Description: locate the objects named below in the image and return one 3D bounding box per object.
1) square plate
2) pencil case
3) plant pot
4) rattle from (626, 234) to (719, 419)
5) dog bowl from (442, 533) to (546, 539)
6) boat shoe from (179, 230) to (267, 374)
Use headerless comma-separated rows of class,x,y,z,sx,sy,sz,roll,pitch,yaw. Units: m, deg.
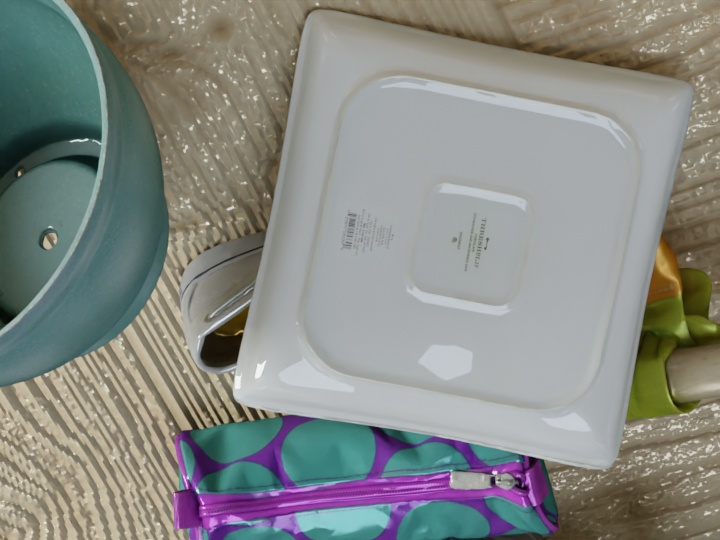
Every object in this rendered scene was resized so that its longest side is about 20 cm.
square plate,0.052,-0.012,1.320,0.198,0.028,0.200,11,96,-8
pencil case,0.002,0.113,1.443,0.200,0.092,0.085,-9,94,3
plant pot,-0.172,-0.029,1.267,0.200,0.200,0.134,-28,153,16
rattle,0.209,0.006,1.421,0.200,0.143,0.130,-11,163,-16
dog bowl,0.037,0.213,1.529,0.200,0.059,0.200,-11,136,-11
boat shoe,0.000,0.000,1.367,0.200,0.070,0.071,-20,128,10
